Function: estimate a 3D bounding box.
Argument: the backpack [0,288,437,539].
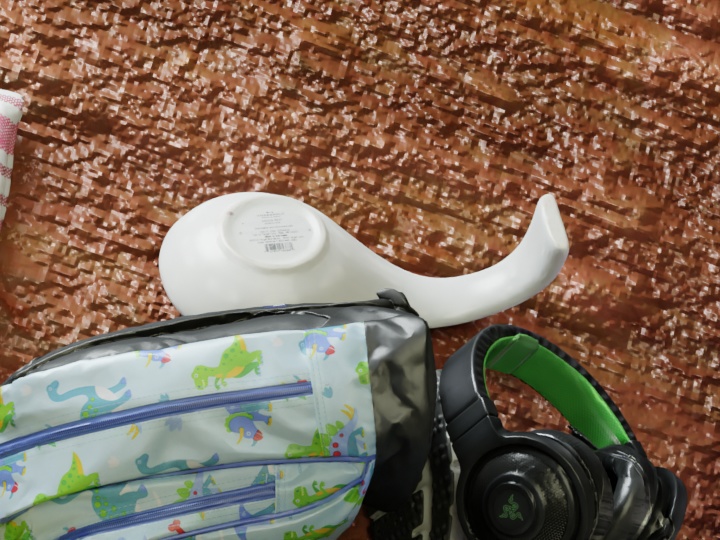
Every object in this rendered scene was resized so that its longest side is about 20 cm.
[{"bbox_3d":[-0.076,0.082,1.258,0.199,0.163,0.155,6,81,-9],"label":"backpack"}]

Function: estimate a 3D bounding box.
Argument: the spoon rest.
[{"bbox_3d":[0.000,0.000,1.368,0.199,0.061,0.100,-2,46,-10],"label":"spoon rest"}]

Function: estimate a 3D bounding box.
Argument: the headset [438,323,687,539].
[{"bbox_3d":[0.111,0.104,1.280,0.123,0.094,0.201,16,43,-46],"label":"headset"}]

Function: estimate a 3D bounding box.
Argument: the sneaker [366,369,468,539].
[{"bbox_3d":[0.058,0.145,1.328,0.080,0.074,0.201,1,71,-33],"label":"sneaker"}]

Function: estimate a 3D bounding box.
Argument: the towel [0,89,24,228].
[{"bbox_3d":[-0.241,-0.015,1.311,0.146,0.030,0.201,13,64,-14],"label":"towel"}]
